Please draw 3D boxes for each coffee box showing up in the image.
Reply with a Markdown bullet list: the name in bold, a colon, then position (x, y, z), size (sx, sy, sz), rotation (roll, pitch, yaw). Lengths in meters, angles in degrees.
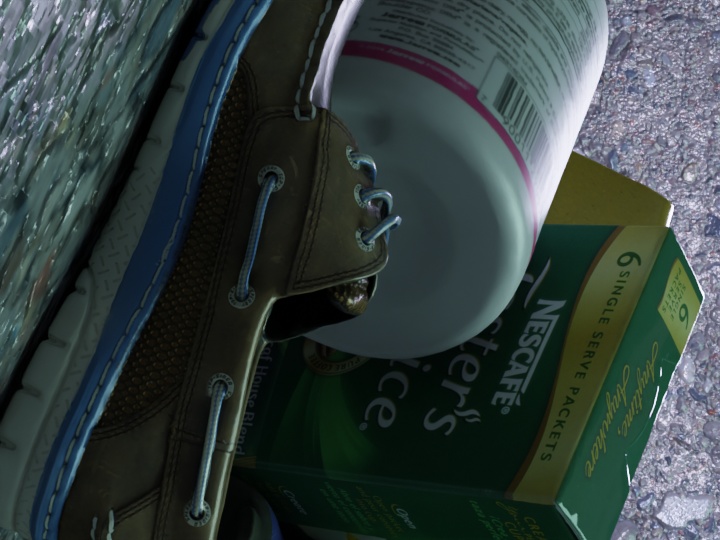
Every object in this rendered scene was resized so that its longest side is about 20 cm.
- **coffee box**: position (0.015, 0.037, 0.649), size (0.044, 0.199, 0.123), rotation (57, 50, -38)

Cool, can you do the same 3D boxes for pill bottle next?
- **pill bottle**: position (0.027, -0.071, 0.638), size (0.200, 0.113, 0.114), rotation (-63, 177, -50)

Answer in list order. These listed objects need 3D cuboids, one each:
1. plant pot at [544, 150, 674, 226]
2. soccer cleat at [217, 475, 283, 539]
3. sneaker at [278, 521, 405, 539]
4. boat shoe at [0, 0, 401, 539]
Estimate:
- **plant pot**: position (0.062, 0.039, 1.092), size (0.195, 0.195, 0.200), rotation (-59, -170, 37)
- **soccer cleat**: position (-0.089, 0.160, 0.602), size (0.201, 0.064, 0.084), rotation (-54, 158, -23)
- **sneaker**: position (-0.033, 0.131, 0.695), size (0.090, 0.070, 0.200), rotation (-53, -152, -12)
- **boat shoe**: position (-0.028, -0.010, 0.483), size (0.072, 0.072, 0.201), rotation (104, 10, -80)
